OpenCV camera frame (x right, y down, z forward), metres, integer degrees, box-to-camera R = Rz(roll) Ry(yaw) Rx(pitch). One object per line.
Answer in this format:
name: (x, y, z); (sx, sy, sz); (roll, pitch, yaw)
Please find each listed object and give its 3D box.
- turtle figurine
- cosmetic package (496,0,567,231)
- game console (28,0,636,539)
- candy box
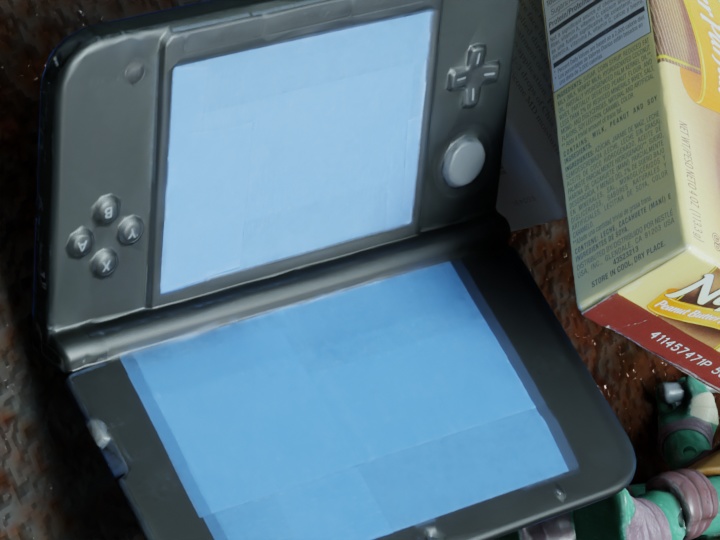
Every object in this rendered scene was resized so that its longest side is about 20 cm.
turtle figurine: (0.151, 0.072, 1.109); (0.199, 0.150, 0.101); (-17, 77, -32)
cosmetic package: (0.078, -0.110, 1.133); (0.200, 0.071, 0.102); (-48, 114, -40)
game console: (0.000, 0.000, 0.961); (0.199, 0.118, 0.172); (-16, 125, -35)
candy box: (0.125, -0.056, 1.038); (0.115, 0.055, 0.201); (29, 43, -37)
